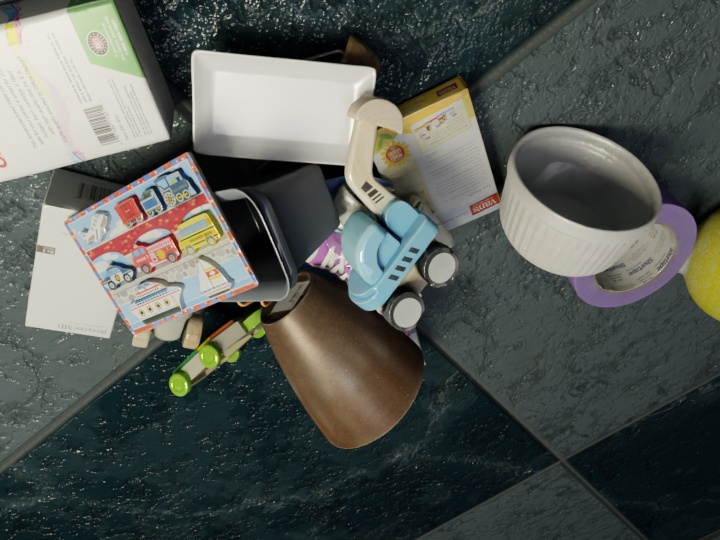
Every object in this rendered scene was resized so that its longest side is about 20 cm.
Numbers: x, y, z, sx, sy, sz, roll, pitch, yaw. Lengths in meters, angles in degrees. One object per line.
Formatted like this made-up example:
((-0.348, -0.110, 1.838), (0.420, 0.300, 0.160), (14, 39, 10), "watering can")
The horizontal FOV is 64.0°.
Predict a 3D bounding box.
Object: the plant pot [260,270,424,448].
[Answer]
((-0.040, 0.103, 0.792), (0.185, 0.188, 0.201), (-32, 117, 15), "plant pot")

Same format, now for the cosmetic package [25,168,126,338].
((-0.354, -0.015, 0.740), (0.110, 0.082, 0.203), (11, 126, -25), "cosmetic package")

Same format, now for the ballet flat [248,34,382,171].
((-0.068, -0.201, 0.673), (0.198, 0.068, 0.073), (-33, 110, 14), "ballet flat")

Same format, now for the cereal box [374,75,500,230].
((0.100, -0.138, 0.777), (0.141, 0.040, 0.202), (-22, 133, 9), "cereal box")

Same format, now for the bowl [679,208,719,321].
((0.579, -0.022, 0.939), (0.106, 0.201, 0.203), (16, 139, 27), "bowl")

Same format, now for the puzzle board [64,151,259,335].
((-0.221, -0.019, 0.627), (0.196, 0.017, 0.153), (-20, 106, 26), "puzzle board")

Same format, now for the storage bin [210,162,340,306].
((-0.121, -0.045, 0.682), (0.197, 0.134, 0.149), (-3, 117, 41), "storage bin")

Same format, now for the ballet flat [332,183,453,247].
((0.049, -0.071, 0.755), (0.195, 0.070, 0.070), (8, 128, -25), "ballet flat")

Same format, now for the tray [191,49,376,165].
((-0.084, -0.177, 0.633), (0.194, 0.022, 0.110), (2, 116, -10), "tray")

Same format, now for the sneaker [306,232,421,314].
((0.000, 0.000, 0.772), (0.196, 0.116, 0.073), (10, 135, -26), "sneaker")

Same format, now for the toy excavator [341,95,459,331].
((0.024, -0.062, 0.654), (0.199, 0.100, 0.196), (36, 94, -29), "toy excavator")

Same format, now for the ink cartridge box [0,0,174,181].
((-0.313, -0.194, 0.594), (0.195, 0.085, 0.147), (-14, 132, -2), "ink cartridge box")

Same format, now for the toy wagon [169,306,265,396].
((-0.193, 0.107, 0.853), (0.199, 0.155, 0.040), (-42, 87, 20), "toy wagon")

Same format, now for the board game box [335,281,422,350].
((0.016, 0.093, 0.940), (0.144, 0.065, 0.203), (-17, 131, 2), "board game box")

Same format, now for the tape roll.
((0.412, -0.044, 0.910), (0.194, 0.086, 0.203), (-8, 132, -9), "tape roll")

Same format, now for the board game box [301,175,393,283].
((-0.023, -0.065, 0.812), (0.154, 0.040, 0.202), (-18, 140, 1), "board game box")

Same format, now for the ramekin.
((0.279, -0.087, 0.769), (0.194, 0.204, 0.106), (-2, 141, -12), "ramekin")

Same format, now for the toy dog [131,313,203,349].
((-0.253, 0.017, 0.806), (0.131, 0.097, 0.202), (31, 102, -30), "toy dog")
